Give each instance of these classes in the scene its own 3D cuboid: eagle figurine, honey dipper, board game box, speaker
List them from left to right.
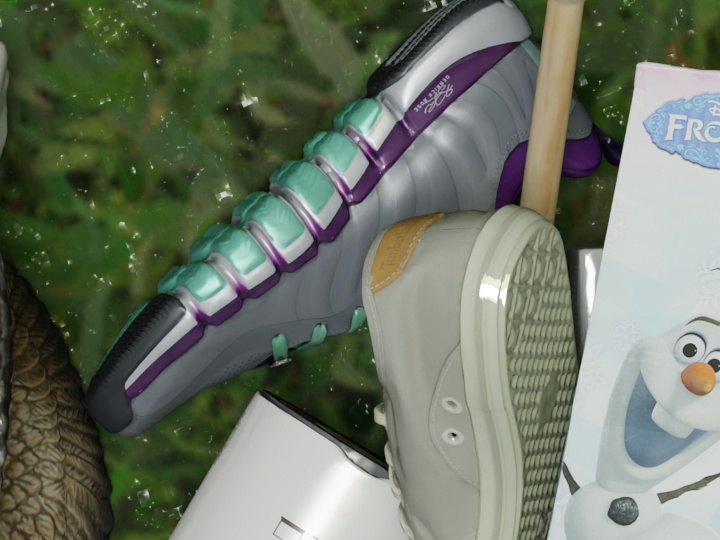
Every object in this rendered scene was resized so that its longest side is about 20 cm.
[{"bbox_3d":[-0.144,0.036,0.951,0.200,0.151,0.151,50,130,15],"label":"eagle figurine"},{"bbox_3d":[-0.052,0.145,0.977,0.081,0.081,0.201,30,89,0],"label":"speaker"},{"bbox_3d":[0.058,-0.017,0.958,0.038,0.038,0.201,5,117,0],"label":"honey dipper"},{"bbox_3d":[0.165,0.047,0.885,0.199,0.043,0.200,9,77,16],"label":"board game box"}]

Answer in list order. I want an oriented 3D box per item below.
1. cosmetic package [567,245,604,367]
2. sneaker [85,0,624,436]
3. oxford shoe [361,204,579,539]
[{"bbox_3d":[0.171,0.066,0.997,0.199,0.052,0.152,-1,92,-1],"label":"cosmetic package"},{"bbox_3d":[0.000,0.000,0.986,0.200,0.074,0.088,-44,98,0],"label":"sneaker"},{"bbox_3d":[0.035,0.056,0.924,0.057,0.201,0.075,13,46,21],"label":"oxford shoe"}]
